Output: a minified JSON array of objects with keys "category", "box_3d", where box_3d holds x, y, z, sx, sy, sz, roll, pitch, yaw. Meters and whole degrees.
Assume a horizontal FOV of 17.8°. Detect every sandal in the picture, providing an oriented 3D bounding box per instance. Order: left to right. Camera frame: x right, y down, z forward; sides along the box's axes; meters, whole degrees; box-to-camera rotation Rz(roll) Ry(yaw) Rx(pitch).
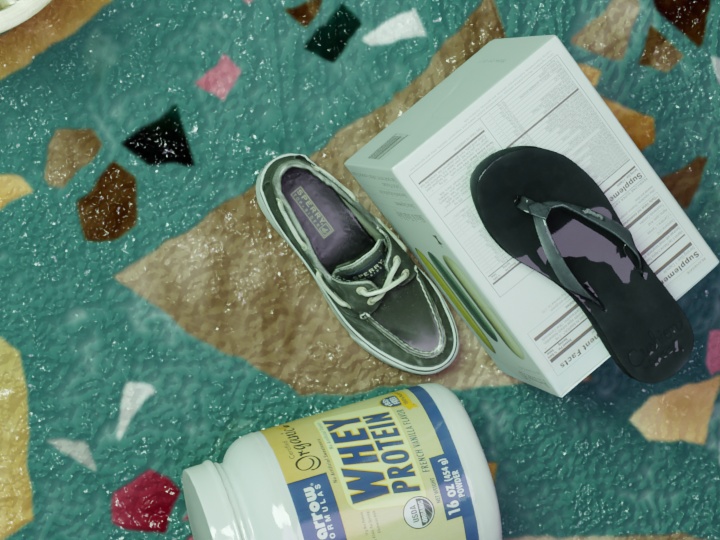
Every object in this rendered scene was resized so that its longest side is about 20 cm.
[{"category":"sandal","box_3d":[0.156,-0.008,1.543,0.200,0.043,0.076,45,85,-13]}]

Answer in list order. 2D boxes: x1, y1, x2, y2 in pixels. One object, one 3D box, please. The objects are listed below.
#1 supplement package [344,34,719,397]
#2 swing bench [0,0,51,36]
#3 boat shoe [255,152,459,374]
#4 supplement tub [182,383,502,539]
[{"category":"supplement package","box_3d":[0.118,-0.042,1.633,0.150,0.152,0.200,-39,102,-7]},{"category":"swing bench","box_3d":[-0.248,-0.247,1.508,0.129,0.199,0.201,-11,97,-12]},{"category":"boat shoe","box_3d":[0.000,0.000,1.653,0.071,0.064,0.200,-45,102,-7]},{"category":"supplement tub","box_3d":[-0.014,0.171,1.621,0.199,0.144,0.145,-16,97,-12]}]
